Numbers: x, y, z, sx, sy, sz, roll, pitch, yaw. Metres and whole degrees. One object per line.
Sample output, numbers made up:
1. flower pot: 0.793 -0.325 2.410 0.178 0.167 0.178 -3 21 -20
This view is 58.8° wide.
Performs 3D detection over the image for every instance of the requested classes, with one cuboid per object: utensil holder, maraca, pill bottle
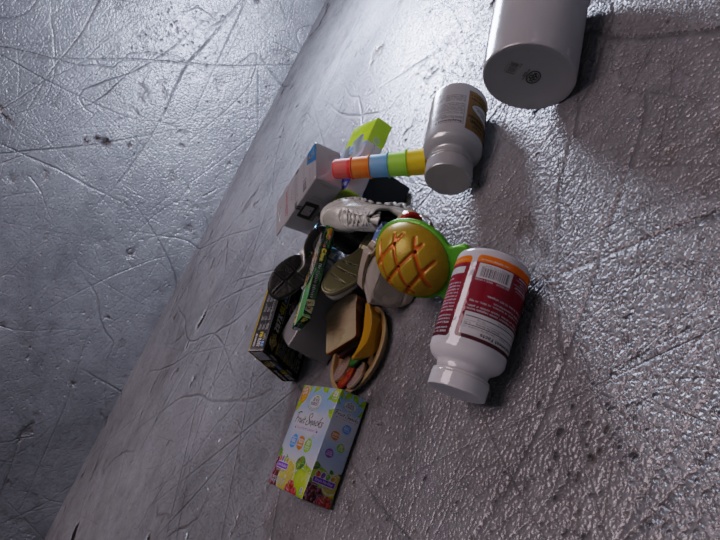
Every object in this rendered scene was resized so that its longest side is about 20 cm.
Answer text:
1. utensil holder: 0.303 -0.407 1.098 0.169 0.169 0.203 -22 48 54
2. maraca: 0.109 -0.014 1.084 0.198 0.107 0.139 23 123 29
3. pill bottle: 0.181 -0.252 1.230 0.114 0.114 0.202 -30 39 49
4. pill bottle: 0.165 0.080 0.915 0.113 0.112 0.202 -10 56 60

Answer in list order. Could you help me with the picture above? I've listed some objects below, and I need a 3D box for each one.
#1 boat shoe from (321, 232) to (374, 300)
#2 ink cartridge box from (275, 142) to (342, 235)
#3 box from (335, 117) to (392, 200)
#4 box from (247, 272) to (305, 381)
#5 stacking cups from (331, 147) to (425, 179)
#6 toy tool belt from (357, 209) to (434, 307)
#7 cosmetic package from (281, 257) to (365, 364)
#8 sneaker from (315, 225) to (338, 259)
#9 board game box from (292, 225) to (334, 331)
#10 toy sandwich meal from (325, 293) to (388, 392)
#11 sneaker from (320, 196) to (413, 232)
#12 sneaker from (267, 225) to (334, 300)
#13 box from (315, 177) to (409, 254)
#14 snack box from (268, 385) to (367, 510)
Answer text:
1. boat shoe: 0.000 0.000 1.311 0.074 0.069 0.200 29 57 31
2. ink cartridge box: -0.117 -0.167 1.418 0.200 0.066 0.117 -49 33 40
3. box: -0.011 -0.228 1.405 0.122 0.047 0.202 -2 62 63
4. box: -0.173 0.130 1.468 0.049 0.160 0.202 -5 55 28
5. stacking cups: 0.039 -0.212 1.293 0.197 0.061 0.061 -3 50 13
6. toy tool belt: 0.062 -0.037 1.221 0.123 0.123 0.202 -104 28 -64
7. cosmetic package: -0.077 0.088 1.390 0.201 0.106 0.090 -57 24 5
8. sneaker: -0.114 -0.044 1.640 0.200 0.079 0.132 -97 31 -67
9. board game box: -0.097 0.017 1.314 0.105 0.023 0.203 137 149 -64
10. toy sandwich meal: -0.019 0.141 1.262 0.205 0.070 0.207 -44 29 33
11. sneaker: 0.011 -0.110 1.297 0.081 0.197 0.076 -46 -44 -75
12. sneaker: -0.126 0.001 1.442 0.201 0.075 0.116 -49 -14 -15
13. box: -0.001 -0.134 1.472 0.199 0.106 0.150 -9 55 61
14. snack box: -0.083 0.324 1.200 0.168 0.067 0.202 -14 51 60
